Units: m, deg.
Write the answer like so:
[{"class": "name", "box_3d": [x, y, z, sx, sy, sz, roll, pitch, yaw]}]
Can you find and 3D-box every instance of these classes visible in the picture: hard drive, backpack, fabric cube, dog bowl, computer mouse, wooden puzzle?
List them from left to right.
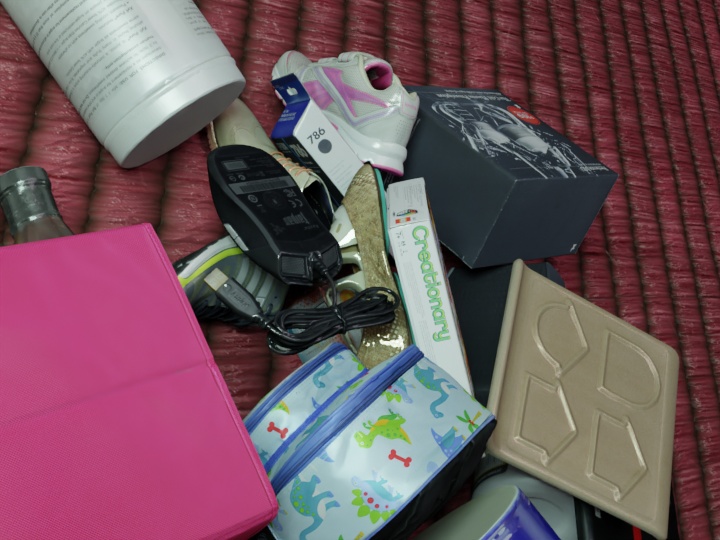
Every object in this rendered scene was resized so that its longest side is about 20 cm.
[{"class": "fabric cube", "box_3d": [-0.206, 0.112, 0.671, 0.199, 0.196, 0.200, -14, 74, -51]}, {"class": "computer mouse", "box_3d": [-0.077, -0.011, 0.889, 0.140, 0.046, 0.200, -20, 61, -46]}, {"class": "backpack", "box_3d": [-0.015, 0.142, 0.845, 0.147, 0.200, 0.183, 46, 38, 7]}, {"class": "dog bowl", "box_3d": [0.059, 0.245, 0.847, 0.079, 0.200, 0.200, 53, 38, 4]}, {"class": "hard drive", "box_3d": [0.121, 0.062, 1.106, 0.200, 0.135, 0.042, -69, 150, -50]}, {"class": "wooden puzzle", "box_3d": [0.184, 0.111, 0.986, 0.200, 0.046, 0.185, 31, 51, -19]}]

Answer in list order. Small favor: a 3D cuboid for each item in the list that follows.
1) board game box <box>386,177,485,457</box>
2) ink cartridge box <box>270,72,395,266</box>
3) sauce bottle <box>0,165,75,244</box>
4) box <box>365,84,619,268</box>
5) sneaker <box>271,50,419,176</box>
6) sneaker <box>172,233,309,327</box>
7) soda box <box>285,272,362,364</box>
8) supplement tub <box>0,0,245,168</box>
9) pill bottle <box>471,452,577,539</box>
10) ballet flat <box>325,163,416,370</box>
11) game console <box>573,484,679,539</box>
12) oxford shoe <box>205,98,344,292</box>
[{"class": "board game box", "box_3d": [0.059, 0.037, 0.938, 0.126, 0.035, 0.200, -87, 163, -71]}, {"class": "ink cartridge box", "box_3d": [-0.024, -0.090, 1.081, 0.039, 0.099, 0.200, -40, 103, -10]}, {"class": "sauce bottle", "box_3d": [-0.213, 0.020, 0.839, 0.066, 0.066, 0.200, -9, 71, -49]}, {"class": "box", "box_3d": [0.129, -0.101, 1.203, 0.182, 0.104, 0.200, 42, 30, 29]}, {"class": "sneaker", "box_3d": [-0.008, -0.172, 1.137, 0.081, 0.088, 0.200, 13, 21, -50]}, {"class": "sneaker", "box_3d": [-0.106, 0.015, 0.952, 0.200, 0.074, 0.081, -33, 97, -46]}, {"class": "soda box", "box_3d": [0.012, 0.104, 1.014, 0.068, 0.064, 0.200, -20, 79, -50]}, {"class": "supplement tub", "box_3d": [-0.202, -0.200, 0.962, 0.200, 0.132, 0.132, 56, 38, 0]}, {"class": "pill bottle", "box_3d": [0.169, 0.152, 1.104, 0.112, 0.112, 0.200, 37, 42, -22]}, {"class": "ballet flat", "box_3d": [0.000, 0.000, 0.977, 0.065, 0.071, 0.200, -8, 62, -8]}, {"class": "game console", "box_3d": [0.232, 0.214, 1.040, 0.177, 0.031, 0.200, 31, 47, -42]}, {"class": "oxford shoe", "box_3d": [-0.069, -0.082, 1.059, 0.071, 0.074, 0.200, -28, 84, -51]}]
